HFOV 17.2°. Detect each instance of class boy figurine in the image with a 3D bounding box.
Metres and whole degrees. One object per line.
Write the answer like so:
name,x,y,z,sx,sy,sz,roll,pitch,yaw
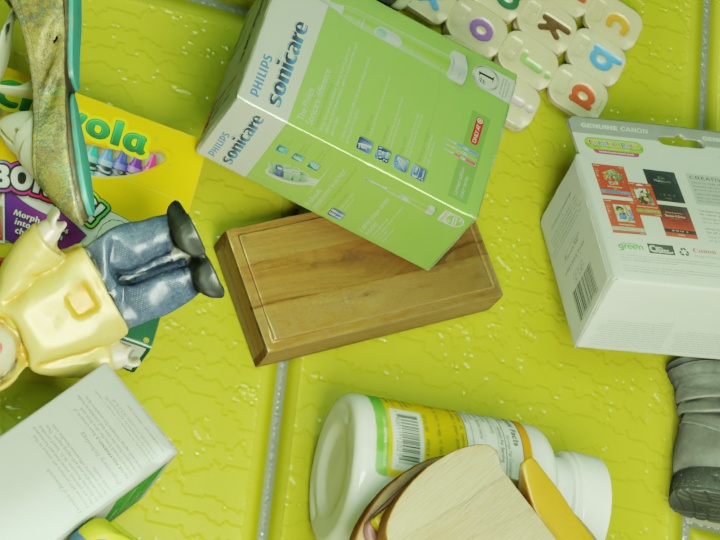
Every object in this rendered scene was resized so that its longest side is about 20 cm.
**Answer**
boy figurine,-0.198,0.020,1.613,0.199,0.064,0.125,-23,110,-9

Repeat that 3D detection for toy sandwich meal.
toy sandwich meal,0.094,0.209,1.582,0.204,0.070,0.206,9,61,-16

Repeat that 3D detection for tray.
tray,0.000,0.000,1.783,0.199,0.037,0.099,-13,74,-26

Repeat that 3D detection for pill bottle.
pill bottle,0.073,0.158,1.700,0.199,0.111,0.112,11,65,-17

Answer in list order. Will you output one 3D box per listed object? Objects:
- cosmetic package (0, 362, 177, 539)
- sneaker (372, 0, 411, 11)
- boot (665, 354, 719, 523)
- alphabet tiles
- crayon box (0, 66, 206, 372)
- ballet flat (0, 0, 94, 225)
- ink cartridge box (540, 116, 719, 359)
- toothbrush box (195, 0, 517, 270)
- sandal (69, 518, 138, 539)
cosmetic package,-0.231,0.160,1.585,0.200,0.108,0.085,-37,84,-28
sneaker,-0.019,-0.234,1.783,0.105,0.200,0.075,9,76,-17
boot,0.329,0.136,1.836,0.199,0.070,0.132,18,58,-18
alphabet tiles,0.128,-0.211,1.933,0.195,0.015,0.201,31,61,-6
crayon box,-0.226,-0.043,1.700,0.199,0.058,0.174,20,63,-13
ballet flat,-0.224,-0.119,1.672,0.070,0.071,0.201,3,65,-20
ink cartridge box,0.251,-0.024,1.850,0.199,0.084,0.176,6,47,-19
toothbrush box,-0.001,-0.116,1.758,0.199,0.086,0.146,27,53,-14
sandal,-0.140,0.250,1.569,0.087,0.079,0.201,-37,118,-14
